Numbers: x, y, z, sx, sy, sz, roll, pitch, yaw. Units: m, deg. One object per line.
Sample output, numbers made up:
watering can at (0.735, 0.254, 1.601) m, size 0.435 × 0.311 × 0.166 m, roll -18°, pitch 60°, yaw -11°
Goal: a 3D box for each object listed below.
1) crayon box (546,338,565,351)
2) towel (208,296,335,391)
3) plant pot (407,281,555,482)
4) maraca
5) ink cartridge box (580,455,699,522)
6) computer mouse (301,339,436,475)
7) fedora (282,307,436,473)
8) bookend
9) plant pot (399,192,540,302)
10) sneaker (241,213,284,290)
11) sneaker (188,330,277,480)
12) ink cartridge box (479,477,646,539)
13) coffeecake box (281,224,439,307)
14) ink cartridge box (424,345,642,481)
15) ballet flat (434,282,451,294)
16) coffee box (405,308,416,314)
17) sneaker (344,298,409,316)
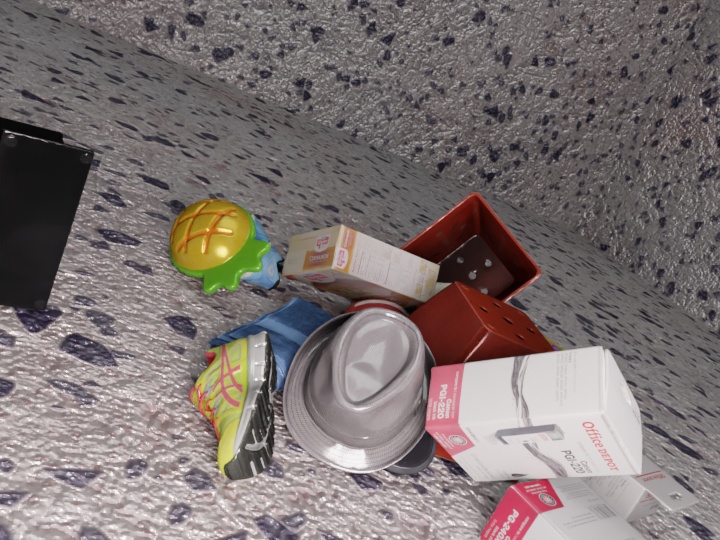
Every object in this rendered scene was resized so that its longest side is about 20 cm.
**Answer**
crayon box at (0.345, 0.183, 1.376) m, size 0.119 × 0.058 × 0.200 m, roll 35°, pitch 19°, yaw 23°
towel at (-0.096, 0.094, 0.952) m, size 0.112 × 0.049 × 0.200 m, roll 25°, pitch 21°, yaw 21°
plant pot at (0.156, 0.136, 0.999) m, size 0.200 × 0.176 × 0.200 m, roll 24°, pitch 20°, yaw -23°
maraca at (-0.214, -0.037, 1.090) m, size 0.200 × 0.137 × 0.107 m, roll 42°, pitch -12°, yaw 43°
ink cartridge box at (0.375, 0.300, 1.066) m, size 0.116 × 0.067 × 0.200 m, roll 9°, pitch 24°, yaw -46°
computer mouse at (0.021, 0.161, 0.890) m, size 0.138 × 0.053 × 0.200 m, roll -19°, pitch 64°, yaw -22°
fedora at (0.008, 0.119, 0.827) m, size 0.177 × 0.090 × 0.200 m, roll 33°, pitch 58°, yaw 10°
bookend at (-0.399, -0.092, 0.840) m, size 0.092 × 0.199 × 0.200 m, roll 11°, pitch 22°, yaw -37°
plant pot at (0.214, 0.000, 1.425) m, size 0.200 × 0.200 × 0.176 m, roll 54°, pitch 6°, yaw 15°
sneaker at (-0.176, -0.023, 1.221) m, size 0.090 × 0.078 × 0.200 m, roll 38°, pitch 16°, yaw -26°
sneaker at (-0.139, 0.145, 0.773) m, size 0.090 × 0.078 × 0.200 m, roll -7°, pitch 30°, yaw 1°
ink cartridge box at (0.253, 0.324, 0.788) m, size 0.145 × 0.083 × 0.200 m, roll 10°, pitch 24°, yaw -45°
coffeecake box at (0.000, 0.000, 1.178) m, size 0.200 × 0.073 × 0.153 m, roll 21°, pitch -16°, yaw -32°
ink cartridge box at (0.193, 0.165, 0.806) m, size 0.146 × 0.200 × 0.085 m, roll 50°, pitch 38°, yaw -38°
ballet flat at (0.141, 0.065, 1.186) m, size 0.068 × 0.075 × 0.200 m, roll 39°, pitch 16°, yaw -33°
coffee box at (0.008, 0.017, 1.386) m, size 0.200 × 0.044 × 0.123 m, roll 38°, pitch 18°, yaw 30°
sneaker at (0.073, 0.113, 1.149) m, size 0.200 × 0.078 × 0.116 m, roll 17°, pitch 18°, yaw -26°
